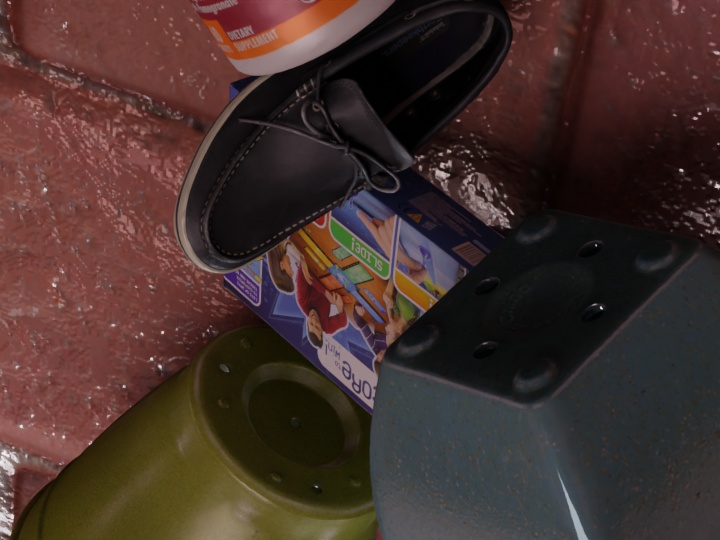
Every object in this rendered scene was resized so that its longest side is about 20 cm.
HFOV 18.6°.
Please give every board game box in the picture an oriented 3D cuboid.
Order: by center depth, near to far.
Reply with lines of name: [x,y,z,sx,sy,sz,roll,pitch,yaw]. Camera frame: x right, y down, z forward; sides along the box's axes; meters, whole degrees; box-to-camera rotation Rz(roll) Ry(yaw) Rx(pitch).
board game box: [0.000,0.000,1.138,0.200,0.034,0.136,40,139,37]

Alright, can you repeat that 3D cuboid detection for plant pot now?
plant pot: [0.119,0.087,1.008,0.196,0.196,0.200,16,141,52]
plant pot: [-0.073,0.138,1.249,0.200,0.200,0.193,35,129,-2]

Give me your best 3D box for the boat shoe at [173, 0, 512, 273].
boat shoe: [-0.007,-0.071,1.053,0.075,0.200,0.062,51,177,-31]

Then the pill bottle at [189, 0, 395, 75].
pill bottle: [-0.064,-0.200,1.026,0.109,0.110,0.200,-17,117,37]
